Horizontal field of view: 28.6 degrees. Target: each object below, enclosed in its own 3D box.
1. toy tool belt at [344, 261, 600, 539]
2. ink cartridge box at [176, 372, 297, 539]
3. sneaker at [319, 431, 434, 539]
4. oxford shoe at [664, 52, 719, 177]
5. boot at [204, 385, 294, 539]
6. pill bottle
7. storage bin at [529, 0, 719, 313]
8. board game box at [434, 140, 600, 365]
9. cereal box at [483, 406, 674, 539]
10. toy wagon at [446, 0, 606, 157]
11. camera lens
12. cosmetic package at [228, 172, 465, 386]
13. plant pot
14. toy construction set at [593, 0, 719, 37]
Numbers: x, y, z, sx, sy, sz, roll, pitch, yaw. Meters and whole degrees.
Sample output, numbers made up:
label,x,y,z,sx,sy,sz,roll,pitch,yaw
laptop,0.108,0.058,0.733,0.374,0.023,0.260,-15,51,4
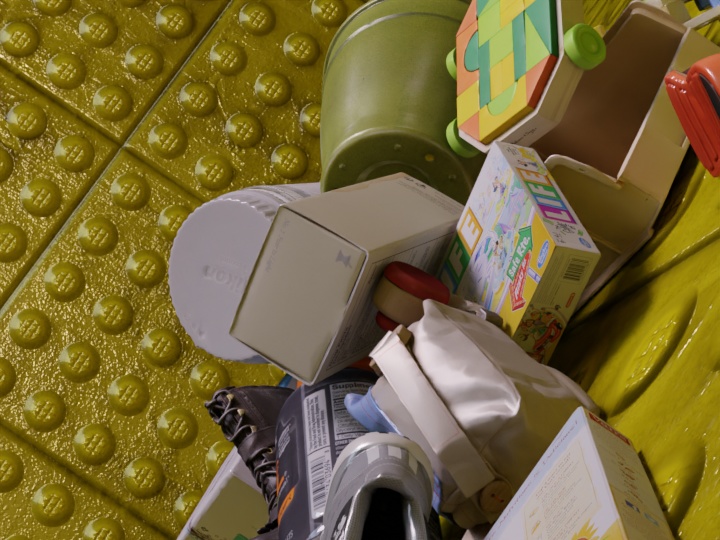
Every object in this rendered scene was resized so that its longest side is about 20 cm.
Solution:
label,x,y,z,sx,sy,sz,roll,pitch,yaw
toy tool belt,0.044,0.088,0.853,0.123,0.124,0.200,-63,35,12
ink cartridge box,-0.061,0.214,1.287,0.200,0.146,0.147,-54,4,48
sneaker,-0.003,0.189,0.723,0.115,0.075,0.201,-97,13,-86
oxford shoe,0.234,-0.103,0.854,0.072,0.071,0.200,-27,2,4
boot,-0.071,0.165,1.115,0.069,0.174,0.200,-49,-25,22
pill bottle,-0.004,0.139,0.949,0.106,0.106,0.200,-55,22,27
storage bin,0.174,-0.075,1.086,0.200,0.094,0.199,-58,3,-40
board game box,0.087,0.032,0.967,0.135,0.034,0.201,-111,37,-54
cereal box,0.079,0.151,0.628,0.144,0.039,0.200,-56,1,11
toy wagon,0.119,-0.184,1.085,0.155,0.039,0.201,-35,46,48
camera lens,-0.059,0.000,1.313,0.200,0.160,0.160,-8,-41,-56
cosmetic package,0.000,0.000,0.987,0.200,0.073,0.104,-18,-44,-64
plant pot,0.047,-0.111,1.220,0.201,0.200,0.193,-54,11,35
toy construction set,0.209,-0.189,1.193,0.131,0.199,0.093,127,133,-79
